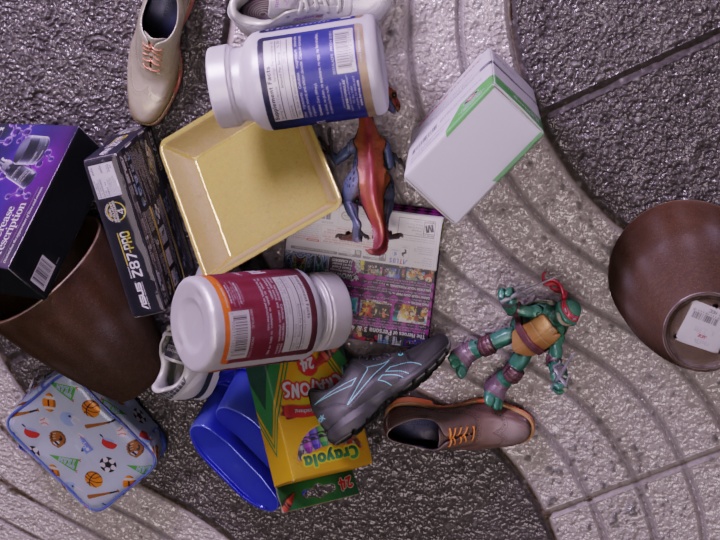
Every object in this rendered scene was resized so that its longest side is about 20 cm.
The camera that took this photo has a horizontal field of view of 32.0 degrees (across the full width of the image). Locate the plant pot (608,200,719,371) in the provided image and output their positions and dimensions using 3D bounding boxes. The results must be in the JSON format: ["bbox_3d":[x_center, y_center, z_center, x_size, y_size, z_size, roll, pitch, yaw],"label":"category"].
[{"bbox_3d":[0.389,0.035,1.464,0.185,0.200,0.189,2,108,7],"label":"plant pot"}]

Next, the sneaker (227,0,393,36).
[{"bbox_3d":[-0.060,-0.307,1.459,0.198,0.100,0.076,-8,91,9],"label":"sneaker"}]

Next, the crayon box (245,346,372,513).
[{"bbox_3d":[-0.062,0.192,1.580,0.051,0.126,0.202,-29,73,51],"label":"crayon box"}]

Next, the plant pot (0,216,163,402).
[{"bbox_3d":[-0.343,0.068,1.602,0.186,0.188,0.200,-29,119,16],"label":"plant pot"}]

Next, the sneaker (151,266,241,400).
[{"bbox_3d":[-0.208,0.070,1.599,0.076,0.080,0.202,17,95,40],"label":"sneaker"}]

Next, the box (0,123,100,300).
[{"bbox_3d":[-0.410,-0.075,1.516,0.140,0.201,0.079,3,151,33],"label":"box"}]

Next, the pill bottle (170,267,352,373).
[{"bbox_3d":[-0.116,0.056,1.502,0.199,0.114,0.115,-5,115,-35],"label":"pill bottle"}]

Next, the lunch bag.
[{"bbox_3d":[-0.375,0.221,1.701,0.160,0.076,0.200,-38,101,20],"label":"lunch bag"}]

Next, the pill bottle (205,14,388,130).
[{"bbox_3d":[-0.071,-0.224,1.442,0.198,0.116,0.117,-7,108,6],"label":"pill bottle"}]

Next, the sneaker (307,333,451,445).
[{"bbox_3d":[0.025,0.130,1.559,0.199,0.075,0.079,-35,77,-15],"label":"sneaker"}]

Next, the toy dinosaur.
[{"bbox_3d":[0.024,-0.127,1.490,0.104,0.200,0.183,-1,104,-21],"label":"toy dinosaur"}]

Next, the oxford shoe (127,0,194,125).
[{"bbox_3d":[-0.251,-0.268,1.513,0.070,0.074,0.202,14,110,2],"label":"oxford shoe"}]

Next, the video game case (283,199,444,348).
[{"bbox_3d":[0.000,0.000,1.593,0.198,0.036,0.183,7,110,5],"label":"video game case"}]

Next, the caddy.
[{"bbox_3d":[-0.126,0.217,1.652,0.200,0.105,0.141,47,132,-10],"label":"caddy"}]

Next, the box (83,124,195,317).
[{"bbox_3d":[-0.267,-0.065,1.540,0.049,0.161,0.202,-12,108,12],"label":"box"}]

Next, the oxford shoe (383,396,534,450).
[{"bbox_3d":[0.127,0.211,1.630,0.198,0.073,0.072,0,109,7],"label":"oxford shoe"}]

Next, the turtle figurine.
[{"bbox_3d":[0.212,0.087,1.563,0.200,0.101,0.150,-39,85,33],"label":"turtle figurine"}]

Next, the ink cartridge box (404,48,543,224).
[{"bbox_3d":[0.129,-0.159,1.436,0.084,0.200,0.146,40,109,-10],"label":"ink cartridge box"}]

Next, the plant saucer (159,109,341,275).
[{"bbox_3d":[-0.128,-0.113,1.528,0.199,0.048,0.201,-28,69,17],"label":"plant saucer"}]
